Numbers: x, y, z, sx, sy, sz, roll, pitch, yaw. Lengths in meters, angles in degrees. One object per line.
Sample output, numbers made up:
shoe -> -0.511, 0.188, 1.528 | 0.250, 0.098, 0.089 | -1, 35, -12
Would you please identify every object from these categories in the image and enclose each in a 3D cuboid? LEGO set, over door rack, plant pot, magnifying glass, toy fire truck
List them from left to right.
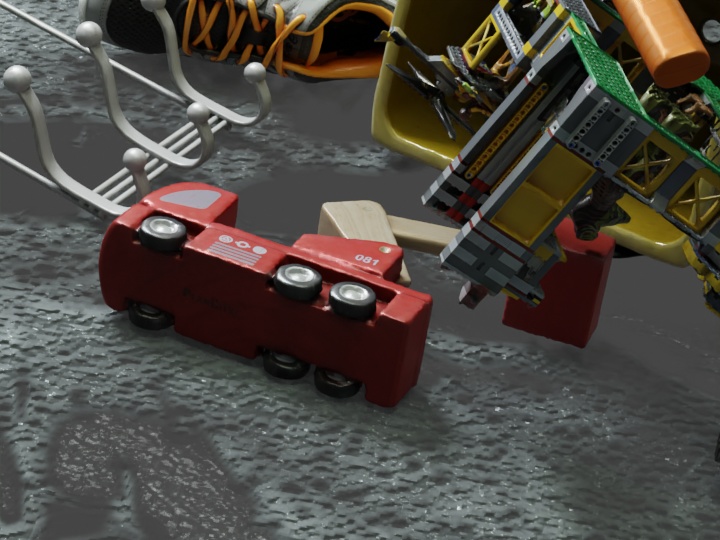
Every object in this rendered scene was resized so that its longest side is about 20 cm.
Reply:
over door rack -> -0.162, -0.101, 1.124 | 0.200, 0.067, 0.148 | 19, 29, 17
toy fire truck -> 0.000, 0.000, 1.003 | 0.200, 0.049, 0.141 | 19, 30, 16
LEGO set -> 0.093, -0.038, 0.975 | 0.154, 0.116, 0.200 | 29, 22, -31
magnifying glass -> 0.107, -0.154, 0.996 | 0.080, 0.022, 0.200 | -17, 48, -5
plant pot -> 0.153, -0.142, 1.167 | 0.194, 0.196, 0.200 | 24, 25, 27

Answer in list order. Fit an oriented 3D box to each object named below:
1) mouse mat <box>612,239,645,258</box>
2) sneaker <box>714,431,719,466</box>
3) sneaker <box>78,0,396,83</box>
mouse mat -> 0.139, -0.062, 1.208 | 0.161, 0.008, 0.200 | -8, 31, -29
sneaker -> 0.223, 0.040, 0.977 | 0.085, 0.077, 0.200 | 33, 37, 22
sneaker -> -0.054, -0.141, 1.226 | 0.200, 0.078, 0.077 | -2, 39, -18
